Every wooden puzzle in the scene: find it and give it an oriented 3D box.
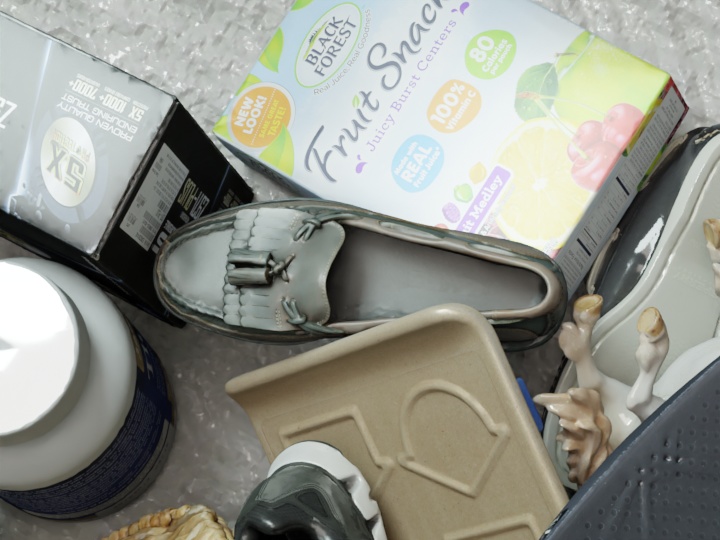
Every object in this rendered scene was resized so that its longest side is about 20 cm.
[{"bbox_3d":[0.041,0.116,1.224,0.046,0.185,0.201,-33,98,-40],"label":"wooden puzzle"}]

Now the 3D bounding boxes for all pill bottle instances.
[{"bbox_3d":[-0.157,0.056,1.248,0.110,0.200,0.112,-1,77,5],"label":"pill bottle"}]

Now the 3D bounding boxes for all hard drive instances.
[{"bbox_3d":[0.157,0.125,1.151,0.200,0.042,0.135,-42,101,-26],"label":"hard drive"}]

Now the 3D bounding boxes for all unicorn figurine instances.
[{"bbox_3d":[0.179,0.051,1.242,0.199,0.074,0.138,-22,118,-5],"label":"unicorn figurine"}]

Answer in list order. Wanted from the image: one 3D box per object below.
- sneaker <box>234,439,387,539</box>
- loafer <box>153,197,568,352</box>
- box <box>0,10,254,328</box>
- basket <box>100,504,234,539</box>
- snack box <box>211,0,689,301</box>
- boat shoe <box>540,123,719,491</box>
[{"bbox_3d":[0.004,0.176,1.184,0.066,0.090,0.200,-37,86,28],"label":"sneaker"},{"bbox_3d":[0.000,0.000,1.207,0.199,0.063,0.072,4,83,1],"label":"loafer"},{"bbox_3d":[-0.157,-0.058,1.271,0.163,0.200,0.086,27,84,12],"label":"box"},{"bbox_3d":[-0.106,0.233,1.282,0.200,0.149,0.143,-39,44,0],"label":"basket"},{"bbox_3d":[0.044,-0.076,1.303,0.200,0.053,0.142,31,84,25],"label":"snack box"},{"bbox_3d":[0.144,0.016,1.286,0.074,0.060,0.201,26,88,-22],"label":"boat shoe"}]
